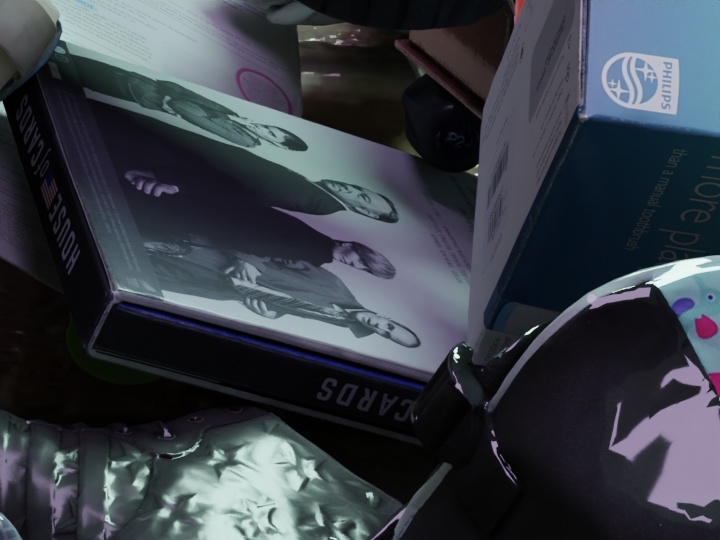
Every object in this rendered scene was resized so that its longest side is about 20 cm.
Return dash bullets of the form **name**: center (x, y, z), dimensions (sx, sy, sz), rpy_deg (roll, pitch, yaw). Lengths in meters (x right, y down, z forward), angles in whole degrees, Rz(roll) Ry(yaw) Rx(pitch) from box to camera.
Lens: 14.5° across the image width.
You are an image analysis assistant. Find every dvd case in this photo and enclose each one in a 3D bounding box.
- **dvd case**: center (0.000, 0.000, 0.817), dimensions (0.199, 0.025, 0.151), rpy_deg (17, 25, -26)

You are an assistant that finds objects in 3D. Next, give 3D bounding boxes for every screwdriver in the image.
- **screwdriver**: center (0.019, -0.061, 0.949), dimensions (0.029, 0.028, 0.200), rpy_deg (-9, 13, -6)

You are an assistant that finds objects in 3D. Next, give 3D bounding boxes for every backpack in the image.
- **backpack**: center (0.109, 0.076, 0.631), dimensions (0.199, 0.178, 0.151), rpy_deg (-16, 59, -40)

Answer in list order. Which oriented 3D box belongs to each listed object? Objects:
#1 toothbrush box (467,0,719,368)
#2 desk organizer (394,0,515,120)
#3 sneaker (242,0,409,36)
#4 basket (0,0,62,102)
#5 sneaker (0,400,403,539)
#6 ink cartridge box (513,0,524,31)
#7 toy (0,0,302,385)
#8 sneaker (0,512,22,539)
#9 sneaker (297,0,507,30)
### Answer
- **toothbrush box**: center (0.138, -0.027, 0.726), dimensions (0.198, 0.147, 0.086), rpy_deg (7, 64, -7)
- **desk organizer**: center (0.118, -0.096, 0.884), dimensions (0.199, 0.078, 0.072), rpy_deg (-4, 26, -25)
- **sneaker**: center (-0.004, -0.116, 0.973), dimensions (0.091, 0.076, 0.200), rpy_deg (-20, -7, -1)
- **basket**: center (-0.193, -0.054, 0.758), dimensions (0.199, 0.139, 0.177), rpy_deg (18, 65, 42)
- **sneaker**: center (-0.060, 0.067, 0.731), dimensions (0.199, 0.060, 0.104), rpy_deg (28, 35, 26)
- **ink cartridge box**: center (0.143, -0.125, 0.815), dimensions (0.199, 0.164, 0.050), rpy_deg (9, -10, -30)
- **toy**: center (-0.076, -0.036, 0.892), dimensions (0.115, 0.047, 0.201), rpy_deg (28, 30, -23)
- **sneaker**: center (-0.062, 0.122, 0.598), dimensions (0.079, 0.096, 0.200), rpy_deg (-17, 37, -33)
- **sneaker**: center (-0.040, -0.135, 0.800), dimensions (0.199, 0.076, 0.088), rpy_deg (19, 21, -20)
